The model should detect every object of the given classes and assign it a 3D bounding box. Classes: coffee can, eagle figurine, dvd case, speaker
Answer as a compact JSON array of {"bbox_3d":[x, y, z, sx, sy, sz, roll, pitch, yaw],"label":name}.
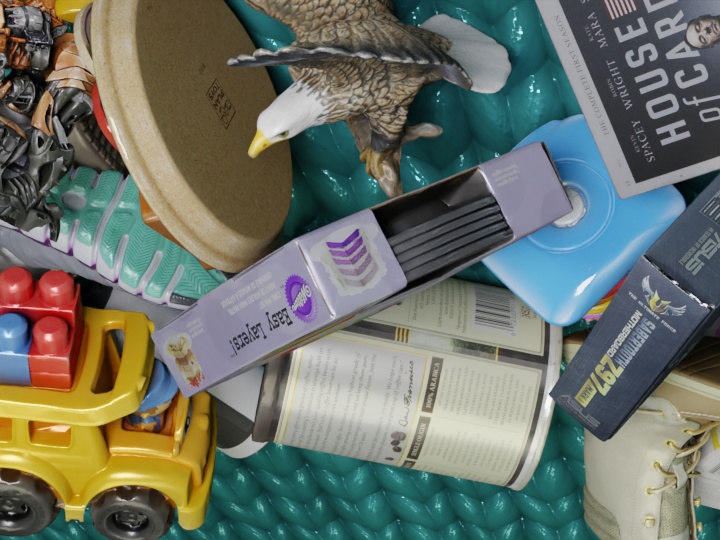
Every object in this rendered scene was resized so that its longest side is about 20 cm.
[{"bbox_3d":[0.031,0.071,0.974,0.199,0.147,0.147,12,145,-4],"label":"coffee can"},{"bbox_3d":[-0.011,-0.120,0.710,0.151,0.151,0.200,9,154,18],"label":"eagle figurine"},{"bbox_3d":[0.197,-0.134,0.689,0.200,0.025,0.151,-18,103,33],"label":"dvd case"},{"bbox_3d":[-0.153,0.073,1.078,0.081,0.081,0.200,-21,135,35],"label":"speaker"}]

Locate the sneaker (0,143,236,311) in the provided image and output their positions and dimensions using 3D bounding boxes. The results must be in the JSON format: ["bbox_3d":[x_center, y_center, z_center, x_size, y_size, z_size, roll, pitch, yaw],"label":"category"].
[{"bbox_3d":[-0.169,-0.022,0.861,0.200,0.075,0.088,26,154,-5],"label":"sneaker"}]

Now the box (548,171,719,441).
[{"bbox_3d":[0.207,-0.007,0.789,0.051,0.200,0.158,39,146,14],"label":"box"}]

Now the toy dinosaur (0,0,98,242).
[{"bbox_3d":[-0.186,-0.095,0.759,0.200,0.136,0.102,26,176,-20],"label":"toy dinosaur"}]

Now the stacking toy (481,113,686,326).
[{"bbox_3d":[0.155,-0.007,0.894,0.116,0.110,0.200,-43,152,1],"label":"stacking toy"}]

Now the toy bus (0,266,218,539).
[{"bbox_3d":[-0.195,0.082,0.936,0.199,0.136,0.192,7,133,-6],"label":"toy bus"}]

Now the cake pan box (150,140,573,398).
[{"bbox_3d":[0.000,0.000,0.770,0.200,0.184,0.052,-30,86,53],"label":"cake pan box"}]

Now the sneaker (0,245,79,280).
[{"bbox_3d":[-0.277,-0.042,0.953,0.199,0.076,0.091,8,138,-2],"label":"sneaker"}]

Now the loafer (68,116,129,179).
[{"bbox_3d":[-0.160,-0.045,0.924,0.068,0.076,0.200,-10,132,27],"label":"loafer"}]

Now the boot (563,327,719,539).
[{"bbox_3d":[0.214,0.124,0.895,0.072,0.155,0.200,-11,-170,-29],"label":"boot"}]

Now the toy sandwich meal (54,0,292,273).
[{"bbox_3d":[-0.105,-0.081,0.758,0.070,0.206,0.205,-18,138,22],"label":"toy sandwich meal"}]

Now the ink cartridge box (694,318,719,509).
[{"bbox_3d":[0.317,0.080,0.942,0.128,0.126,0.200,17,144,-11],"label":"ink cartridge box"}]

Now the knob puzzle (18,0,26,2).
[{"bbox_3d":[-0.230,-0.187,0.720,0.219,0.031,0.220,-8,169,-2],"label":"knob puzzle"}]
